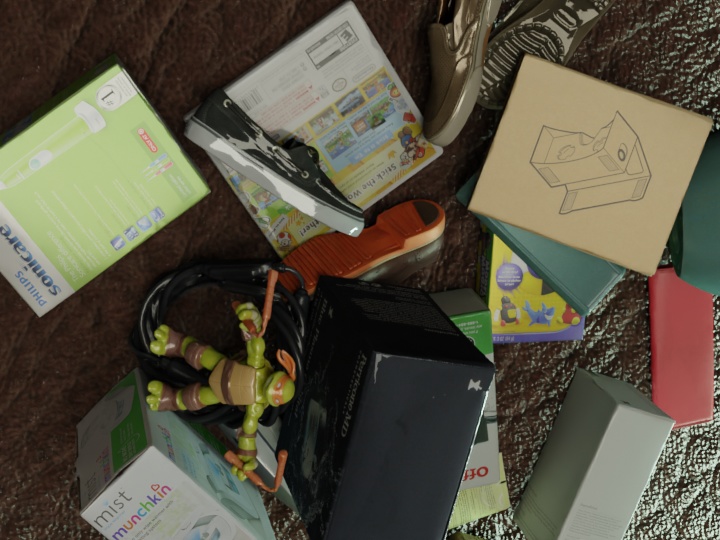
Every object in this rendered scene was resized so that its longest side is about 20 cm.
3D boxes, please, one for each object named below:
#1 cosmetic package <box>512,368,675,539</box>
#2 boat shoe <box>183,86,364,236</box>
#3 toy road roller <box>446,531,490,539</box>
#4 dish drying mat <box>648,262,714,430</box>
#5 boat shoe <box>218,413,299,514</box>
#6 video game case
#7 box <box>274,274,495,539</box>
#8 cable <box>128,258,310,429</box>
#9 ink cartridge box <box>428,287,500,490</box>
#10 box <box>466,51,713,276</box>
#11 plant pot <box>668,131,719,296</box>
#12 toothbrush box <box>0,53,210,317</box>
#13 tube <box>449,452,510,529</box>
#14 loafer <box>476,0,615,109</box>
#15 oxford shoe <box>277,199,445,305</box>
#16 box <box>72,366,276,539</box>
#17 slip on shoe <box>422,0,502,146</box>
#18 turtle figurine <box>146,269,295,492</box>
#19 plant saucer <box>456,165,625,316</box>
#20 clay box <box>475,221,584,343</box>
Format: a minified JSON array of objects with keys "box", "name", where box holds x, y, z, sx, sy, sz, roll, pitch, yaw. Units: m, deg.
[{"box":[0.255,0.224,1.271,0.081,0.113,0.201,19,103,-18],"name":"cosmetic package"},{"box":[-0.072,-0.101,1.090,0.199,0.069,0.057,32,96,-19],"name":"boat shoe"},{"box":[0.110,0.410,1.301,0.122,0.146,0.202,19,64,-18],"name":"toy road roller"},{"box":[0.366,0.086,1.308,0.076,0.018,0.202,-10,109,-10],"name":"dish drying mat"},{"box":[-0.090,0.178,1.195,0.066,0.072,0.201,-44,113,-21],"name":"boat shoe"},{"box":[-0.043,-0.134,1.135,0.199,0.023,0.183,-36,111,-3],"name":"video game case"},{"box":[0.014,0.132,1.040,0.116,0.200,0.198,9,105,-19],"name":"box"},{"box":[-0.137,0.070,1.111,0.198,0.051,0.165,-2,91,24],"name":"cable"},{"box":[0.065,0.134,1.209,0.145,0.083,0.202,-10,109,-11],"name":"ink cartridge box"},{"box":[0.224,-0.104,1.124,0.198,0.021,0.165,19,99,-3],"name":"box"},{"box":[0.404,-0.059,1.185,0.159,0.201,0.202,-3,108,9],"name":"plant pot"},{"box":[-0.262,-0.081,1.060,0.199,0.086,0.146,-37,112,-2],"name":"toothbrush box"},{"box":[0.074,0.269,1.275,0.198,0.058,0.052,-20,68,-12],"name":"tube"},{"box":[0.185,-0.242,1.138,0.076,0.068,0.200,43,109,-13],"name":"loafer"},{"box":[0.000,0.000,1.152,0.199,0.071,0.073,-22,134,-16],"name":"oxford shoe"},{"box":[-0.183,0.213,1.108,0.097,0.200,0.177,-43,111,0],"name":"box"},{"box":[0.089,-0.223,1.112,0.060,0.076,0.202,15,99,-23],"name":"slip on shoe"},{"box":[-0.117,0.090,1.040,0.064,0.160,0.202,-18,112,-56],"name":"turtle figurine"},{"box":[0.189,-0.036,1.174,0.200,0.019,0.070,42,94,-19],"name":"plant saucer"},{"box":[0.185,-0.026,1.211,0.114,0.048,0.202,-2,107,-13],"name":"clay box"}]
